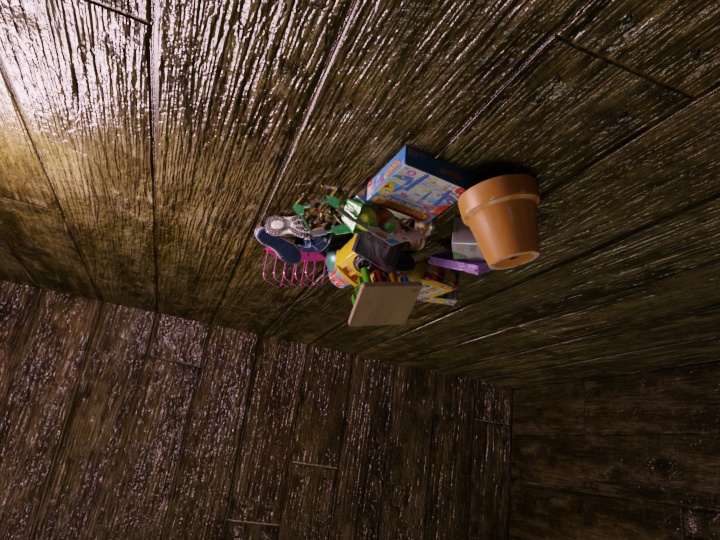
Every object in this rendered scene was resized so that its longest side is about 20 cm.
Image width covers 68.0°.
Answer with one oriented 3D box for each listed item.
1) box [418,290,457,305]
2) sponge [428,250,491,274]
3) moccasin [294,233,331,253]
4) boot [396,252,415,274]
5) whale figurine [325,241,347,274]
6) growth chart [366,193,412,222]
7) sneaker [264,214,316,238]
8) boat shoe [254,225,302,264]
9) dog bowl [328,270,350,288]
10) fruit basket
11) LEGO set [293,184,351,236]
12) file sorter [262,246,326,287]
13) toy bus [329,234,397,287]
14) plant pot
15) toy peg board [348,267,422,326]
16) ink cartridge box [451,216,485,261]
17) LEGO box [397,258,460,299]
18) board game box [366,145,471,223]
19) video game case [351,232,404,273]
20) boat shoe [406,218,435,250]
[{"bbox_3d":[0.287,0.089,2.141,0.196,0.065,0.070,9,160,1],"label":"box"},{"bbox_3d":[0.326,-0.028,1.704,0.110,0.030,0.198,-15,-159,-40],"label":"sponge"},{"bbox_3d":[-0.164,-0.098,1.793,0.067,0.082,0.199,23,155,-26],"label":"moccasin"},{"bbox_3d":[0.124,-0.019,1.933,0.197,0.069,0.130,6,166,28],"label":"boot"},{"bbox_3d":[-0.027,-0.021,1.860,0.196,0.105,0.161,12,140,10],"label":"whale figurine"},{"bbox_3d":[0.105,-0.192,1.522,0.198,0.018,0.144,23,155,-34],"label":"growth chart"},{"bbox_3d":[-0.206,-0.139,1.736,0.196,0.078,0.089,8,174,17],"label":"sneaker"},{"bbox_3d":[-0.282,-0.097,1.850,0.200,0.072,0.072,41,-176,-35],"label":"boat shoe"},{"bbox_3d":[-0.019,0.016,2.009,0.197,0.113,0.050,14,146,-14],"label":"dog bowl"},{"bbox_3d":[0.058,-0.132,1.424,0.198,0.095,0.184,28,-155,29],"label":"fruit basket"},{"bbox_3d":[-0.085,-0.183,1.541,0.198,0.116,0.155,-15,121,40],"label":"LEGO set"},{"bbox_3d":[-0.242,-0.011,1.980,0.197,0.128,0.139,-2,160,26],"label":"file sorter"},{"bbox_3d":[0.000,0.000,1.767,0.191,0.137,0.200,-37,118,25],"label":"toy bus"},{"bbox_3d":[0.358,-0.109,1.325,0.196,0.187,0.200,-10,164,-3],"label":"plant pot"},{"bbox_3d":[0.068,0.076,1.699,0.195,0.099,0.202,-1,140,-19],"label":"toy peg board"},{"bbox_3d":[0.376,-0.090,1.591,0.196,0.089,0.146,4,161,15],"label":"ink cartridge box"},{"bbox_3d":[0.251,0.036,1.991,0.147,0.079,0.199,18,158,-25],"label":"LEGO box"},{"bbox_3d":[0.146,-0.214,1.369,0.197,0.057,0.195,17,153,-23],"label":"board game box"},{"bbox_3d":[0.062,-0.088,1.637,0.019,0.145,0.199,12,168,43],"label":"video game case"},{"bbox_3d":[0.166,-0.121,1.596,0.072,0.077,0.200,3,158,-9],"label":"boat shoe"}]
